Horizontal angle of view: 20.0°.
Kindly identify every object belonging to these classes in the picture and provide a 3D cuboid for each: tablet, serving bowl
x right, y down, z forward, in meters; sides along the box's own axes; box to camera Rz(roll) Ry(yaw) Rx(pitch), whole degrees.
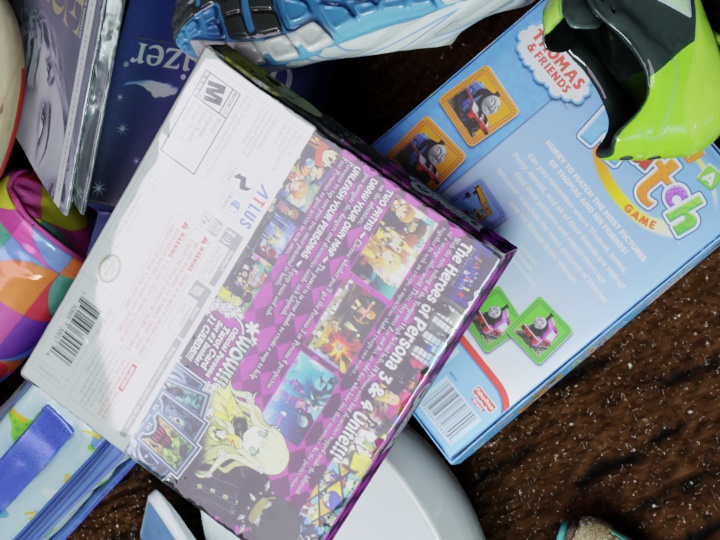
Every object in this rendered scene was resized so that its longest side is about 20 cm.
[{"bbox_3d":[-0.067,0.221,1.175,0.201,0.014,0.130,55,163,10],"label":"tablet"},{"bbox_3d":[0.002,0.151,1.118,0.199,0.066,0.202,24,126,38],"label":"serving bowl"}]

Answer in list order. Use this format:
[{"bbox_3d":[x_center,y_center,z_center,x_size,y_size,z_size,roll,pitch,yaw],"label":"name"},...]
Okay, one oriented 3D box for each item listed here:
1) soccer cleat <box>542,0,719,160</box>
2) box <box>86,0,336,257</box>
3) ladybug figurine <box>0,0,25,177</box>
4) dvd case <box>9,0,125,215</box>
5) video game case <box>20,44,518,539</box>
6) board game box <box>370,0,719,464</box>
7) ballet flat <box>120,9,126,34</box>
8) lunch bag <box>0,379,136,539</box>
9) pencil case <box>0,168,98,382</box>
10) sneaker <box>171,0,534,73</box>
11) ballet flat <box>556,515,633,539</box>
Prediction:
[{"bbox_3d":[0.118,-0.148,0.972,0.068,0.081,0.201,-40,65,64],"label":"soccer cleat"},{"bbox_3d":[-0.079,-0.088,1.098,0.120,0.032,0.202,11,84,20],"label":"box"},{"bbox_3d":[-0.252,-0.082,1.157,0.135,0.072,0.201,29,98,21],"label":"ladybug figurine"},{"bbox_3d":[-0.171,-0.136,1.136,0.200,0.016,0.150,-133,52,-58],"label":"dvd case"},{"bbox_3d":[-0.049,0.021,1.004,0.181,0.036,0.201,35,107,11],"label":"video game case"},{"bbox_3d":[0.077,-0.025,1.020,0.200,0.037,0.152,-40,78,6],"label":"board game box"},{"bbox_3d":[-0.114,-0.067,1.165,0.201,0.067,0.062,58,139,16],"label":"ballet flat"},{"bbox_3d":[-0.165,0.089,1.159,0.082,0.161,0.200,43,117,-2],"label":"lunch bag"},{"bbox_3d":[-0.226,0.031,1.212,0.200,0.088,0.088,-46,76,18],"label":"pencil case"},{"bbox_3d":[0.003,-0.134,1.041,0.198,0.087,0.076,-10,70,13],"label":"sneaker"},{"bbox_3d":[0.115,0.229,1.083,0.065,0.071,0.201,17,113,12],"label":"ballet flat"}]
